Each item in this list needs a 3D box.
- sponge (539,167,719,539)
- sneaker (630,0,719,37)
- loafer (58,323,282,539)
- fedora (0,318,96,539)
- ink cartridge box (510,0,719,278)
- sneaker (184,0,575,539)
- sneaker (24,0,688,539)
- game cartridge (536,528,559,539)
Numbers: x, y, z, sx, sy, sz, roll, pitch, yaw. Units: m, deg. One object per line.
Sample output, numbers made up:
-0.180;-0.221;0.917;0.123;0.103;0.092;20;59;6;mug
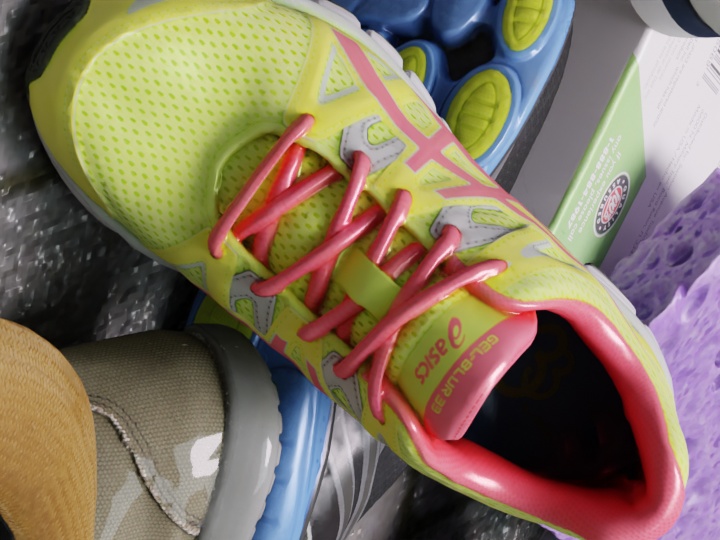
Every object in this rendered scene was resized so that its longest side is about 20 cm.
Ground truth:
0.119;0.055;0.891;0.112;0.030;0.200;-44;138;7;sponge
0.093;-0.131;0.733;0.076;0.080;0.200;-49;134;-15;sneaker
-0.086;0.101;0.732;0.069;0.075;0.201;13;104;-29;loafer
-0.136;0.083;0.602;0.201;0.082;0.201;-48;153;-35;fedora
0.088;-0.038;0.905;0.118;0.067;0.200;-63;152;-6;ink cartridge box
0.000;0.001;0.791;0.083;0.071;0.200;-4;121;-62;sneaker
0.009;0.000;0.693;0.200;0.090;0.078;34;101;-20;sneaker
0.012;0.180;0.941;0.200;0.038;0.130;-53;169;-21;game cartridge
